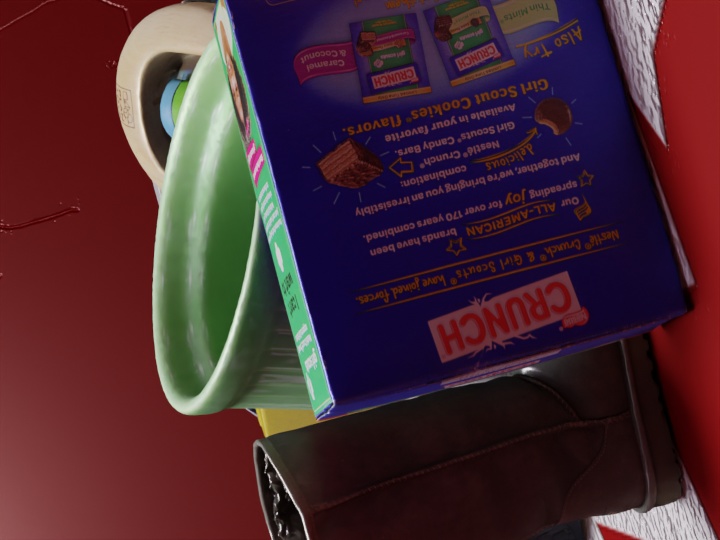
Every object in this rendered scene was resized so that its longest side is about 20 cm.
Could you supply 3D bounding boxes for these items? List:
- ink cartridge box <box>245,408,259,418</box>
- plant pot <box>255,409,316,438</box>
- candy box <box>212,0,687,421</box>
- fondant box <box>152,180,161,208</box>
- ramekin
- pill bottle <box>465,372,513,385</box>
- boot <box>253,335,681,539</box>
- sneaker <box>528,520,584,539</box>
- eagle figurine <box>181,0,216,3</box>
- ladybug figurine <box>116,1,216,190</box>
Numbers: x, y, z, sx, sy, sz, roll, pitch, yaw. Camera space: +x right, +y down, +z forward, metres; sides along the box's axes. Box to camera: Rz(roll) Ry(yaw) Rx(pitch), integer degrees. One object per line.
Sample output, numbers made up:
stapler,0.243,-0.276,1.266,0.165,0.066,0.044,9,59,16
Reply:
ink cartridge box,0.005,0.116,1.495,0.199,0.041,0.200,34,-177,11
plant pot,0.000,0.000,1.388,0.200,0.176,0.201,-114,13,-55
candy box,0.037,-0.049,1.000,0.077,0.168,0.201,115,140,-79
fondant box,-0.076,-0.035,1.687,0.058,0.144,0.201,-118,13,-53
ramekin,-0.036,-0.020,1.135,0.200,0.097,0.201,-173,90,-71
pill bottle,0.063,0.028,1.171,0.114,0.114,0.201,96,163,-71
boot,0.042,0.065,1.056,0.073,0.199,0.183,119,136,-72
sneaker,0.096,0.177,1.394,0.079,0.066,0.200,60,169,26
eagle figurine,-0.097,-0.132,1.777,0.152,0.151,0.200,48,-177,7
ladybug figurine,-0.076,-0.097,1.308,0.200,0.072,0.136,18,119,49
